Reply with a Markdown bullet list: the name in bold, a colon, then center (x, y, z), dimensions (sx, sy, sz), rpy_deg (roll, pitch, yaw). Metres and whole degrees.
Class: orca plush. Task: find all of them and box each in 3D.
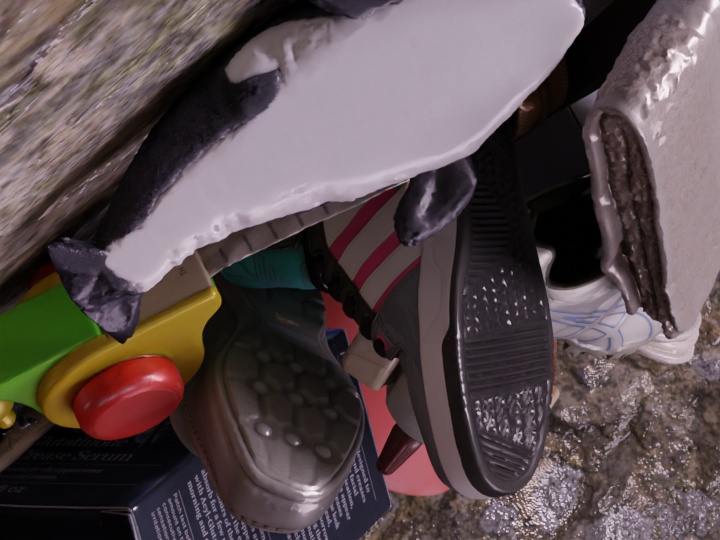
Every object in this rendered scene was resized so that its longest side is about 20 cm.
- **orca plush**: center (-0.019, -0.051, 0.637), dimensions (0.200, 0.105, 0.071), rpy_deg (-45, -153, 2)

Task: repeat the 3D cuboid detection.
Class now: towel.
- **towel**: center (0.134, -0.063, 0.709), dimensions (0.133, 0.034, 0.200), rpy_deg (-60, 157, -17)

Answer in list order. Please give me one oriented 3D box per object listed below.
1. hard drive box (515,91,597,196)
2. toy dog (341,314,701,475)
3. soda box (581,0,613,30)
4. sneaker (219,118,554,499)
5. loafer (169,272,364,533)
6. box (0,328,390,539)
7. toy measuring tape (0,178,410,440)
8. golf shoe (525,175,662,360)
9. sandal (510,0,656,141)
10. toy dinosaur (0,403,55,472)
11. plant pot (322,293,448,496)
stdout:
- **hard drive box**: center (0.074, -0.080, 0.915), dimensions (0.155, 0.077, 0.200), rpy_deg (-27, -174, 32)
- **toy dog**: center (0.060, 0.035, 0.886), dimensions (0.199, 0.132, 0.096), rpy_deg (-20, 155, -44)
- **soda box**: center (0.080, -0.141, 0.609), dimensions (0.063, 0.068, 0.200), rpy_deg (-43, 177, -3)
- **sneaker**: center (0.000, 0.000, 0.712), dimensions (0.120, 0.202, 0.083), rpy_deg (-20, 156, 33)
- **loafer**: center (-0.043, 0.055, 0.743), dimensions (0.070, 0.070, 0.200), rpy_deg (-62, -166, 18)
- **box**: center (-0.101, 0.117, 0.913), dimensions (0.148, 0.108, 0.200), rpy_deg (-4, -160, 32)
- **toy measuring tape**: center (-0.061, 0.009, 0.680), dimensions (0.199, 0.074, 0.074), rpy_deg (-27, 176, -1)
- **golf shoe**: center (0.109, -0.007, 0.803), dimensions (0.199, 0.079, 0.097), rpy_deg (-18, 165, -44)
- **sandal**: center (0.051, -0.087, 0.763), dimensions (0.199, 0.082, 0.055), rpy_deg (-30, -162, 31)
- **toy dinosaur**: center (-0.131, 0.050, 0.823), dimensions (0.200, 0.048, 0.088), rpy_deg (-38, -177, -5)
- **plant pot**: center (0.037, 0.016, 1.199), dimensions (0.178, 0.200, 0.200), rpy_deg (-54, 172, 22)
